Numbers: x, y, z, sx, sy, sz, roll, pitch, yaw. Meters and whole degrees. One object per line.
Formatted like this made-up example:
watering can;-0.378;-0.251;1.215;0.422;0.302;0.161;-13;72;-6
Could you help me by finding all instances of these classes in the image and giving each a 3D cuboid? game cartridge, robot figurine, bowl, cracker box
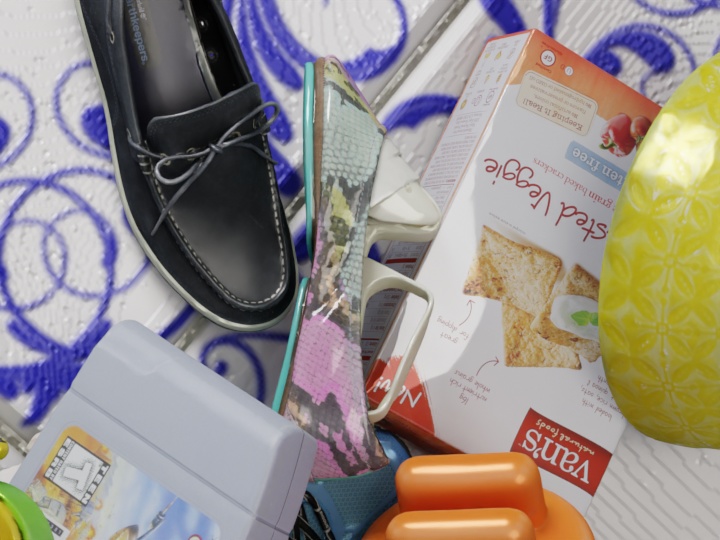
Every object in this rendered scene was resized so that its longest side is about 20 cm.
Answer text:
game cartridge;-0.109;0.133;1.155;0.042;0.133;0.200;34;86;-50
robot figurine;0.058;0.178;1.223;0.116;0.144;0.200;-26;128;-21
bowl;0.213;0.000;1.265;0.200;0.108;0.201;-23;121;-45
cracker box;0.085;0.002;1.289;0.134;0.058;0.200;29;79;-19

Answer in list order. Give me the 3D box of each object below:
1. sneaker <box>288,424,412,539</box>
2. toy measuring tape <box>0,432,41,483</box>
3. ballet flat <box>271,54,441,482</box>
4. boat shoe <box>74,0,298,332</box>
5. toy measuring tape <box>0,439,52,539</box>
sneaker;-0.048;0.145;1.215;0.200;0.090;0.078;-39;103;-19
toy measuring tape;-0.222;0.090;1.161;0.200;0.074;0.074;-23;98;-30
ballet flat;0.000;0.000;1.218;0.071;0.069;0.200;4;75;4
boat shoe;-0.077;-0.064;1.222;0.075;0.062;0.200;-23;100;-23
toy measuring tape;-0.167;0.160;1.114;0.073;0.074;0.200;6;84;-22
